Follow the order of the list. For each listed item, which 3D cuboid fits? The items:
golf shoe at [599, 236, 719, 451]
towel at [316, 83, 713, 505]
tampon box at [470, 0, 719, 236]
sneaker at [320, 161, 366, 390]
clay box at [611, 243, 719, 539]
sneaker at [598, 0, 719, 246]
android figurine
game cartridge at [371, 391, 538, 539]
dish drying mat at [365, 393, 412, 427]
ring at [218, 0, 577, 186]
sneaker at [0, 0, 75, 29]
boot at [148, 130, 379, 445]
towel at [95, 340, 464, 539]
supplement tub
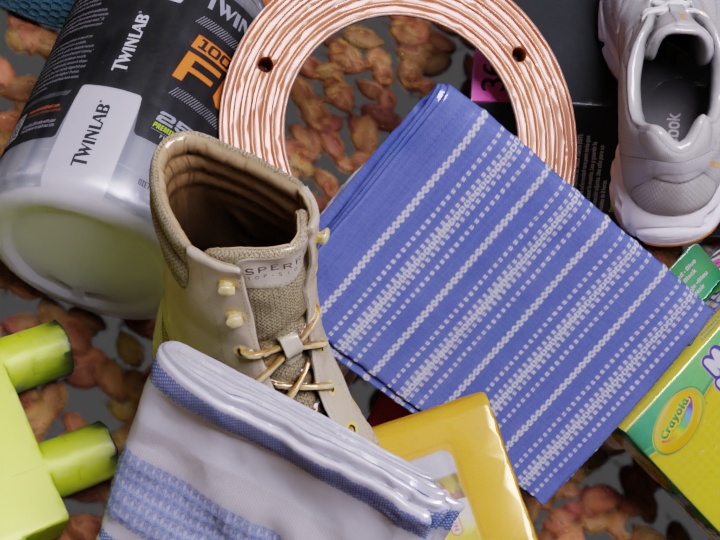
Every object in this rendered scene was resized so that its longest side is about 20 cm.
[{"bbox_3d":[0.207,0.035,0.844,0.200,0.092,0.073,-40,105,-31],"label":"golf shoe"},{"bbox_3d":[0.067,0.016,0.722,0.199,0.145,0.024,38,10,-19],"label":"towel"},{"bbox_3d":[0.168,-0.119,0.862,0.197,0.127,0.151,4,59,6],"label":"tampon box"},{"bbox_3d":[0.000,0.000,0.798,0.075,0.081,0.201,29,55,-2],"label":"sneaker"},{"bbox_3d":[0.223,0.093,0.792,0.115,0.048,0.200,-46,105,-5],"label":"clay box"},{"bbox_3d":[0.165,-0.118,0.734,0.075,0.092,0.202,-2,58,5],"label":"sneaker"},{"bbox_3d":[-0.224,0.093,0.686,0.198,0.041,0.183,-16,70,-29],"label":"android figurine"},{"bbox_3d":[-0.004,0.172,0.683,0.198,0.032,0.178,-18,72,-4],"label":"game cartridge"},{"bbox_3d":[0.004,0.154,0.752,0.076,0.018,0.201,31,57,2],"label":"dish drying mat"},{"bbox_3d":[0.021,-0.071,0.752,0.198,0.019,0.203,2,82,-12],"label":"ring"},{"bbox_3d":[-0.229,-0.241,0.842,0.199,0.079,0.132,28,58,-17],"label":"sneaker"},{"bbox_3d":[-0.031,0.046,0.630,0.072,0.156,0.200,-26,59,-24],"label":"boot"},{"bbox_3d":[-0.054,0.143,0.611,0.146,0.202,0.024,27,24,12],"label":"towel"},{"bbox_3d":[-0.118,-0.086,0.772,0.121,0.123,0.202,21,58,-9],"label":"supplement tub"}]
